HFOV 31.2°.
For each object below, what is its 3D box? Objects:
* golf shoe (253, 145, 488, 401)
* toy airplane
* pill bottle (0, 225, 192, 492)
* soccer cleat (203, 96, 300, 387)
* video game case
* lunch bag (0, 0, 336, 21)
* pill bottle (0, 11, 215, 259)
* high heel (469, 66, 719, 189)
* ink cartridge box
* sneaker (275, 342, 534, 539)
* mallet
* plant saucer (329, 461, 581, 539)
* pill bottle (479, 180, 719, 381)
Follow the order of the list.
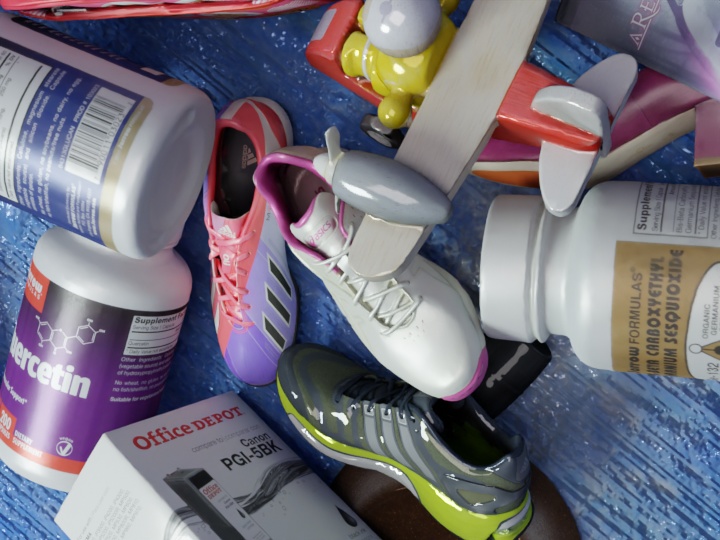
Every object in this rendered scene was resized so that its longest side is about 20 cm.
[{"bbox_3d":[0.000,0.000,0.800,0.075,0.091,0.200,-46,66,15],"label":"golf shoe"},{"bbox_3d":[0.056,-0.115,0.737,0.197,0.141,0.202,-26,55,21],"label":"toy airplane"},{"bbox_3d":[-0.184,0.045,0.899,0.111,0.112,0.202,21,107,12],"label":"pill bottle"},{"bbox_3d":[-0.081,-0.015,0.875,0.067,0.073,0.203,5,102,16],"label":"soccer cleat"},{"bbox_3d":[0.212,-0.171,0.719,0.199,0.019,0.144,34,115,34],"label":"video game case"},{"bbox_3d":[-0.120,-0.198,0.795,0.197,0.176,0.083,1,100,18],"label":"lunch bag"},{"bbox_3d":[-0.200,-0.094,0.802,0.198,0.111,0.112,23,107,11],"label":"pill bottle"},{"bbox_3d":[0.153,-0.104,0.801,0.197,0.067,0.098,-1,79,18],"label":"high heel"},{"bbox_3d":[-0.080,0.185,0.853,0.200,0.146,0.083,42,116,20],"label":"ink cartridge box"},{"bbox_3d":[0.031,0.095,0.843,0.198,0.074,0.082,27,135,19],"label":"sneaker"},{"bbox_3d":[0.034,0.019,0.869,0.199,0.041,0.066,38,106,11],"label":"mallet"},{"bbox_3d":[0.056,0.211,0.899,0.198,0.037,0.203,3,101,17],"label":"plant saucer"},{"bbox_3d":[0.177,0.005,0.776,0.197,0.114,0.116,5,103,17],"label":"pill bottle"}]
